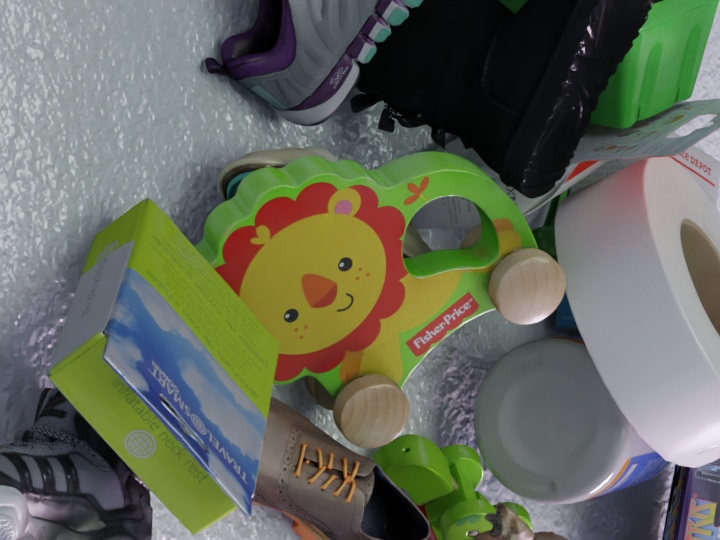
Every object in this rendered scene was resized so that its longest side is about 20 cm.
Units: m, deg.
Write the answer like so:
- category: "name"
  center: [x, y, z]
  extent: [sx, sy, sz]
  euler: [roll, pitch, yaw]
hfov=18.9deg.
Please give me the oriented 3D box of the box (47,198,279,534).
- category: "box"
  center: [-0.103, 0.052, 1.163]
  extent: [0.122, 0.048, 0.200]
  euler: [49, 18, -18]

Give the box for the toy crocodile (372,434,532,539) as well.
- category: "toy crocodile"
  center: [0.076, 0.178, 1.450]
  extent: [0.200, 0.062, 0.068]
  euler: [50, 16, -41]

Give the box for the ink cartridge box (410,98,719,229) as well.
- category: "ink cartridge box"
  center: [0.151, -0.073, 1.433]
  extent: [0.163, 0.200, 0.057]
  euler: [-31, 119, -53]

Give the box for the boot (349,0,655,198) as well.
- category: "boot"
  center: [0.084, -0.158, 1.343]
  extent: [0.073, 0.162, 0.198]
  euler: [-7, 128, -55]

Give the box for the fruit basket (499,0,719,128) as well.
- category: "fruit basket"
  center: [0.126, -0.207, 1.427]
  extent: [0.155, 0.216, 0.216]
  euler: [-26, 106, -47]

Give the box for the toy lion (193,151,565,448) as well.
- category: "toy lion"
  center: [0.000, 0.000, 1.308]
  extent: [0.200, 0.069, 0.192]
  euler: [-38, 126, -2]

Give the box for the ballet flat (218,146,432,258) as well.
- category: "ballet flat"
  center: [-0.020, -0.038, 1.358]
  extent: [0.200, 0.069, 0.070]
  euler: [37, 60, -44]

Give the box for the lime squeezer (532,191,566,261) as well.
- category: "lime squeezer"
  center: [0.112, -0.019, 1.535]
  extent: [0.071, 0.038, 0.200]
  euler: [47, 46, 5]

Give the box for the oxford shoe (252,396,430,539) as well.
- category: "oxford shoe"
  center: [-0.032, 0.118, 1.314]
  extent: [0.200, 0.073, 0.071]
  euler: [37, 60, -42]

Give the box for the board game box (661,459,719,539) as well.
- category: "board game box"
  center: [0.254, 0.199, 1.594]
  extent: [0.165, 0.057, 0.200]
  euler: [83, 19, -69]

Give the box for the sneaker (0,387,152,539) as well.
- category: "sneaker"
  center: [-0.180, 0.099, 1.147]
  extent: [0.200, 0.075, 0.114]
  euler: [36, 55, -43]

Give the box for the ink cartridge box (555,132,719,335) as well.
- category: "ink cartridge box"
  center: [0.211, -0.041, 1.612]
  extent: [0.115, 0.068, 0.200]
  euler: [24, 69, -52]

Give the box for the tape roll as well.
- category: "tape roll"
  center: [0.210, 0.027, 1.442]
  extent: [0.202, 0.071, 0.202]
  euler: [47, 28, -35]

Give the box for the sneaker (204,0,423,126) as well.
- category: "sneaker"
  center: [-0.011, -0.184, 1.309]
  extent: [0.088, 0.074, 0.200]
  euler: [24, 103, -39]

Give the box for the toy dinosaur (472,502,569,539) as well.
- category: "toy dinosaur"
  center: [0.072, 0.205, 1.362]
  extent: [0.086, 0.200, 0.136]
  euler: [63, 8, 15]

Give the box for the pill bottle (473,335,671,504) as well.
- category: "pill bottle"
  center: [0.165, 0.099, 1.505]
  extent: [0.200, 0.112, 0.112]
  euler: [1, 87, -65]
